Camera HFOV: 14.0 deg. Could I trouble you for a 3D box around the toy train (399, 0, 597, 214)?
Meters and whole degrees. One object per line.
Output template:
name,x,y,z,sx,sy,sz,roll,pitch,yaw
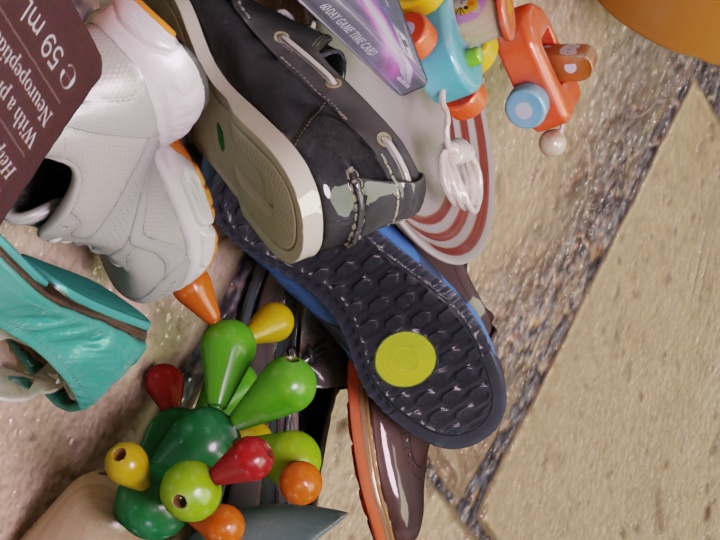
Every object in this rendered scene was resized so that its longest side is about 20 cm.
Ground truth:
toy train,0.076,-0.112,1.479,0.151,0.055,0.200,67,22,-13

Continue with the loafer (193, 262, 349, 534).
loafer,-0.028,0.065,1.483,0.072,0.063,0.201,0,107,-60

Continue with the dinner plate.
dinner plate,0.014,-0.097,1.422,0.200,0.024,0.201,47,35,-47

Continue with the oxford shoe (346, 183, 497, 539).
oxford shoe,0.032,0.043,1.466,0.071,0.072,0.201,73,18,-75

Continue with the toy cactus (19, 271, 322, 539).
toy cactus,-0.094,0.087,1.336,0.165,0.200,0.102,-37,109,9

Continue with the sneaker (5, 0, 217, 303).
sneaker,-0.118,-0.039,1.253,0.092,0.076,0.200,-35,154,-19

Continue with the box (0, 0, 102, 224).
box,-0.224,-0.060,0.979,0.200,0.164,0.166,-59,148,-20

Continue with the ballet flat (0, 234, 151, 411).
ballet flat,-0.158,0.017,1.239,0.071,0.067,0.200,-55,147,-2

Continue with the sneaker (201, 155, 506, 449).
sneaker,0.000,0.000,1.407,0.066,0.078,0.200,-40,109,11

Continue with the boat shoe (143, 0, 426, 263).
boat shoe,-0.041,-0.080,1.252,0.067,0.200,0.072,-20,136,-18

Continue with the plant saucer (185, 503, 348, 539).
plant saucer,-0.095,0.162,1.379,0.201,0.039,0.201,-38,175,-4

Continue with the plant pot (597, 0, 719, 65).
plant pot,0.214,-0.221,1.621,0.200,0.200,0.184,-25,143,-52

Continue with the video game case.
video game case,-0.028,-0.168,1.276,0.200,0.019,0.143,37,32,-69
